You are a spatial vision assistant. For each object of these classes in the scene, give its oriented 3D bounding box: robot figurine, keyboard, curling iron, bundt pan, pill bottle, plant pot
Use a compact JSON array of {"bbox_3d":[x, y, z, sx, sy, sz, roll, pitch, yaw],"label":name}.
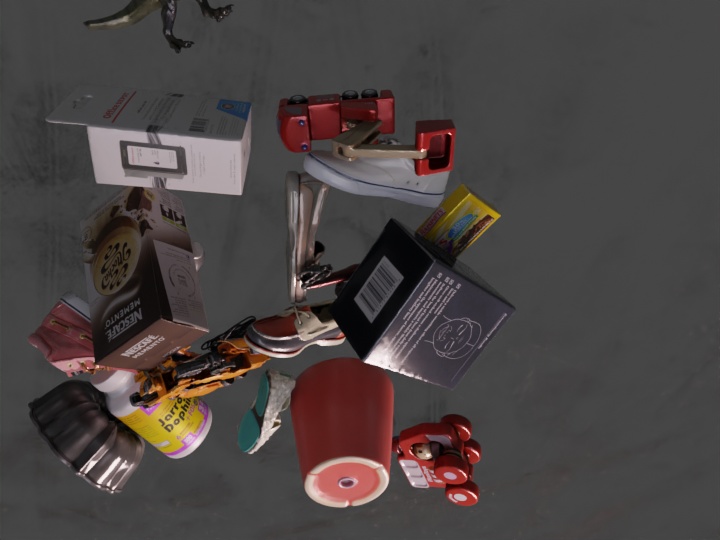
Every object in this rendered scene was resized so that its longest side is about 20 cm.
[{"bbox_3d":[-0.223,0.138,0.730,0.143,0.059,0.199,-31,165,21],"label":"robot figurine"},{"bbox_3d":[-0.178,0.107,0.853,0.196,0.040,0.104,-25,149,11],"label":"keyboard"},{"bbox_3d":[0.000,0.000,0.742,0.196,0.026,0.049,-9,165,-32],"label":"curling iron"},{"bbox_3d":[-0.426,0.254,0.843,0.076,0.200,0.204,-43,126,-16],"label":"bundt pan"},{"bbox_3d":[-0.341,0.213,0.860,0.102,0.105,0.202,-25,126,13],"label":"pill bottle"},{"bbox_3d":[-0.029,0.285,0.902,0.194,0.179,0.204,-3,128,-4],"label":"plant pot"}]

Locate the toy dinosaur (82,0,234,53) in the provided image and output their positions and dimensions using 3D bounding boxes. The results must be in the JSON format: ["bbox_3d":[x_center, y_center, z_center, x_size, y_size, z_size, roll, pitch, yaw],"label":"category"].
[{"bbox_3d":[-0.191,-0.286,0.544,0.198,0.048,0.089,-34,108,19],"label":"toy dinosaur"}]

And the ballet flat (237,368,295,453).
[{"bbox_3d":[-0.164,0.257,0.938,0.070,0.073,0.203,16,124,-17],"label":"ballet flat"}]

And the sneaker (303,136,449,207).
[{"bbox_3d":[0.025,-0.137,0.670,0.195,0.073,0.072,7,118,-22],"label":"sneaker"}]

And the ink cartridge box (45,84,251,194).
[{"bbox_3d":[-0.227,-0.150,0.595,0.194,0.117,0.069,4,126,-9],"label":"ink cartridge box"}]

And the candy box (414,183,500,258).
[{"bbox_3d":[0.103,-0.029,0.749,0.101,0.027,0.200,19,123,-47],"label":"candy box"}]

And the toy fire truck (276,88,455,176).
[{"bbox_3d":[-0.001,-0.157,0.598,0.194,0.143,0.050,-5,128,-2],"label":"toy fire truck"}]

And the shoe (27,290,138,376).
[{"bbox_3d":[-0.373,0.123,0.752,0.198,0.092,0.072,35,157,2],"label":"shoe"}]

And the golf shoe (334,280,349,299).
[{"bbox_3d":[0.027,0.086,0.800,0.198,0.077,0.089,33,99,-34],"label":"golf shoe"}]

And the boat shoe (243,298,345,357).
[{"bbox_3d":[-0.083,0.078,0.770,0.197,0.071,0.064,-1,125,-48],"label":"boat shoe"}]

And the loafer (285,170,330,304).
[{"bbox_3d":[-0.072,-0.039,0.727,0.061,0.073,0.204,-3,124,-11],"label":"loafer"}]

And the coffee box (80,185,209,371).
[{"bbox_3d":[-0.269,0.005,0.645,0.111,0.204,0.080,-30,152,16],"label":"coffee box"}]

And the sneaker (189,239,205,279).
[{"bbox_3d":[-0.267,0.031,0.756,0.076,0.080,0.200,28,129,-26],"label":"sneaker"}]

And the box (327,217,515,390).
[{"bbox_3d":[0.084,0.051,0.692,0.198,0.107,0.150,26,105,-42],"label":"box"}]

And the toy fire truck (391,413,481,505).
[{"bbox_3d":[0.146,0.374,1.042,0.164,0.114,0.203,-8,129,24],"label":"toy fire truck"}]
